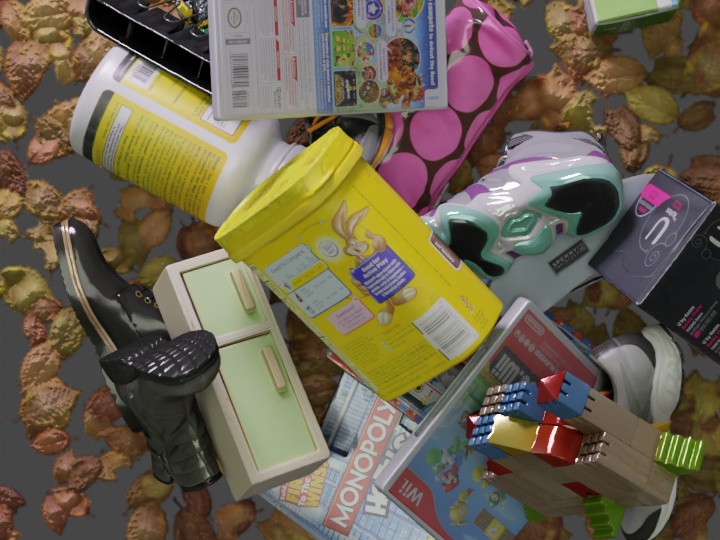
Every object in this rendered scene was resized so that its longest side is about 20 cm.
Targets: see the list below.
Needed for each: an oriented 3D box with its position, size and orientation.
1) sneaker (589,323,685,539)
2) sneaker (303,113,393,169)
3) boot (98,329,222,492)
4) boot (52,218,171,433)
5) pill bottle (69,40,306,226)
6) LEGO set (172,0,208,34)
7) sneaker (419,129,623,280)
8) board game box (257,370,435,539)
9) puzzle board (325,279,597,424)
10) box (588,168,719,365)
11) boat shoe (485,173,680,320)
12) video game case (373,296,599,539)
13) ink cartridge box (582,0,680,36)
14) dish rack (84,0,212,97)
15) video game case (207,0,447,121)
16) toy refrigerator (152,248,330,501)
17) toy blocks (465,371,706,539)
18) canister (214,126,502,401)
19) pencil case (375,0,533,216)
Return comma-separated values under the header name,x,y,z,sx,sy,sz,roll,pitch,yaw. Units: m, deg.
name,x,y,z,sx,sy,sz,roll,pitch,yaw
sneaker,0.226,0.141,1.505,0.079,0.074,0.200,-9,113,-12
sneaker,-0.027,-0.155,1.501,0.078,0.077,0.200,-27,53,29
boot,-0.143,0.121,1.470,0.068,0.200,0.131,-28,100,-23
boot,-0.178,0.027,1.576,0.138,0.077,0.200,-23,103,3
pill bottle,-0.141,-0.108,1.540,0.200,0.112,0.113,29,95,5
LEGO set,-0.128,-0.307,1.527,0.154,0.116,0.200,-14,90,7
sneaker,0.122,-0.064,1.506,0.200,0.140,0.078,-17,120,11
board game box,0.005,0.171,1.560,0.200,0.062,0.200,23,95,4
puzzle board,0.093,0.072,1.537,0.200,0.017,0.151,36,73,1
box,0.308,0.022,1.460,0.200,0.122,0.106,34,96,-20
boat shoe,0.192,-0.017,1.527,0.199,0.068,0.074,-37,93,-6
video game case,0.119,0.141,1.487,0.143,0.017,0.200,44,81,-30
ink cartridge box,0.212,-0.279,1.449,0.076,0.200,0.148,-12,91,7
dish rack,-0.134,-0.262,1.468,0.153,0.055,0.200,29,123,13
video game case,-0.025,-0.197,1.435,0.200,0.018,0.143,-5,98,-20
toy refrigerator,-0.102,0.085,1.506,0.076,0.070,0.200,-17,76,-23
toy blocks,0.151,0.138,1.398,0.137,0.200,0.100,32,64,-22
canister,0.000,0.000,1.438,0.200,0.087,0.148,46,134,-12
pencil case,0.071,-0.134,1.529,0.094,0.091,0.200,34,93,6
